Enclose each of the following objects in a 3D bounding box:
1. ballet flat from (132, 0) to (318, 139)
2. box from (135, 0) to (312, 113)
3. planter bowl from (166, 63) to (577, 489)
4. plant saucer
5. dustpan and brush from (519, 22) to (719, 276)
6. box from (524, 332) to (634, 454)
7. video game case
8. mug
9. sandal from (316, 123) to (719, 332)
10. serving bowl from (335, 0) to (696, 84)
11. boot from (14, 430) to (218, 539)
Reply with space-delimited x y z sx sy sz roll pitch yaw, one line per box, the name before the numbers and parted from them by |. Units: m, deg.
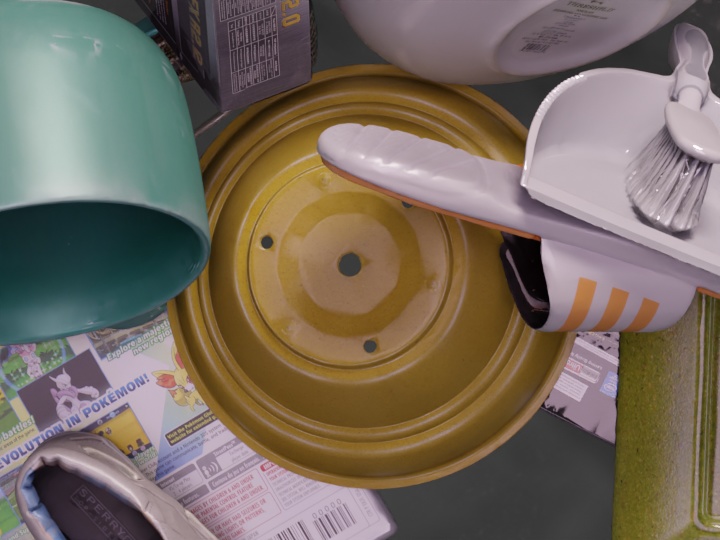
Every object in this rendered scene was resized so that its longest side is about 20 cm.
ballet flat | -0.113 -0.086 1.124 0.200 0.068 0.075 -19 109 -2
box | -0.080 -0.193 1.018 0.048 0.200 0.158 -23 49 -19
planter bowl | 0.000 0.000 1.073 0.200 0.083 0.201 0 87 8
plant saucer | 0.219 0.051 1.077 0.199 0.048 0.200 2 90 1
dustpan and brush | 0.142 -0.063 1.045 0.139 0.200 0.057 22 109 -4
box | 0.182 0.026 1.124 0.200 0.049 0.160 26 92 0
video game case | -0.112 0.096 1.139 0.200 0.022 0.183 -30 89 1
mug | -0.150 -0.042 1.035 0.152 0.185 0.115 -5 68 -17
sandal | 0.070 -0.010 1.010 0.206 0.079 0.059 16 108 -17
serving bowl | 0.087 -0.134 1.046 0.200 0.200 0.066 -18 72 0
boot | -0.083 0.155 1.078 0.200 0.096 0.074 42 90 1
